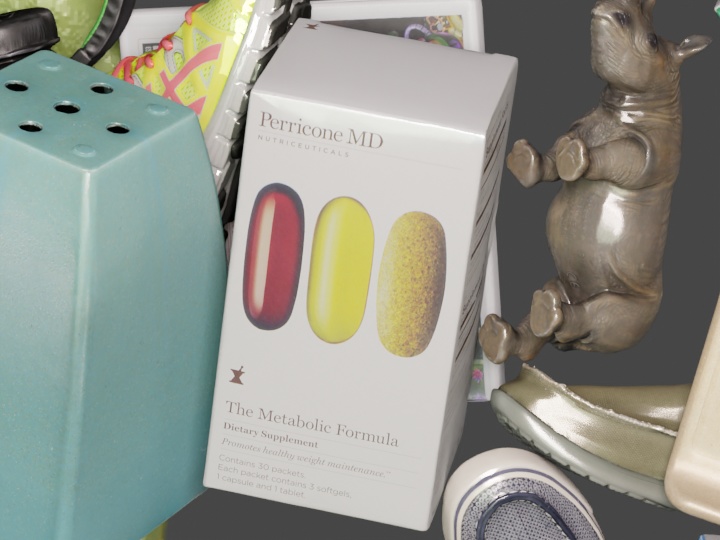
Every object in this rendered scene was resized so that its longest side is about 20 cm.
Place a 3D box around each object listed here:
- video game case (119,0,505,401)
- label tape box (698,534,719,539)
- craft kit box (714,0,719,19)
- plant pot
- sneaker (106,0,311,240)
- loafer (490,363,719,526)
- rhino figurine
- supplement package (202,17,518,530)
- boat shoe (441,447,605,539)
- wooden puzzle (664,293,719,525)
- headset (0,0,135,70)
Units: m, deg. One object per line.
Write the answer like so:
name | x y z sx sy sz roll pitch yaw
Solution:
video game case | -0.024 -0.033 1.451 0.181 0.023 0.201 -1 101 13
label tape box | 0.182 0.199 1.355 0.199 0.066 0.144 8 104 -24
craft kit box | 0.298 -0.091 1.356 0.197 0.049 0.201 -32 94 15
plant pot | -0.145 0.013 1.357 0.141 0.141 0.201 23 120 22
sneaker | -0.089 -0.083 1.404 0.090 0.078 0.201 26 107 8
loafer | 0.158 0.081 1.407 0.199 0.075 0.070 21 89 -11
rhino figurine | 0.117 -0.050 1.388 0.060 0.087 0.201 25 110 47
supplement package | 0.000 0.000 1.368 0.113 0.110 0.201 10 114 7
boat shoe | 0.103 0.179 1.395 0.074 0.093 0.200 -28 124 1
wooden puzzle | 0.252 0.039 1.336 0.184 0.037 0.201 18 96 12
headset | -0.201 -0.123 1.432 0.200 0.094 0.124 -39 92 19
